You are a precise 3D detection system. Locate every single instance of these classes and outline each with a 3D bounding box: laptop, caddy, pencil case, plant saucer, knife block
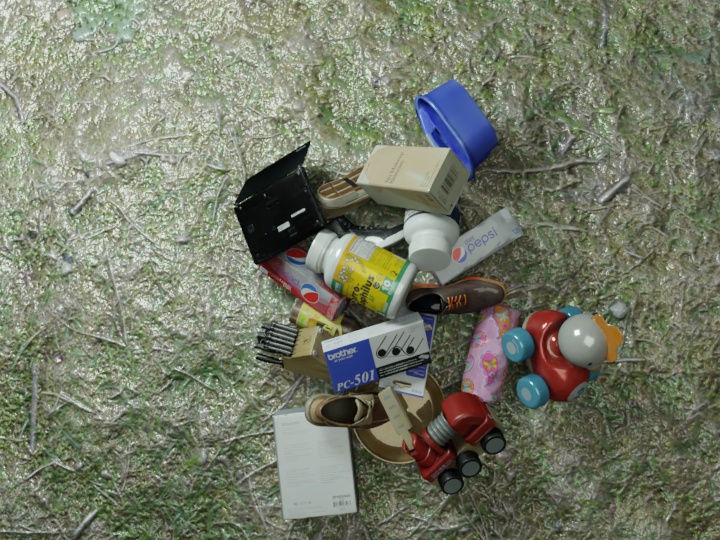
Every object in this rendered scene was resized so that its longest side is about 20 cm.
[{"bbox_3d":[-0.156,-0.139,1.156,0.175,0.103,0.203,-26,82,21],"label":"laptop"},{"bbox_3d":[0.184,-0.279,1.159,0.104,0.141,0.202,-35,84,-3],"label":"caddy"},{"bbox_3d":[0.262,0.166,1.155,0.086,0.087,0.204,13,87,4],"label":"pencil case"},{"bbox_3d":[0.078,0.288,1.176,0.195,0.035,0.205,0,85,3],"label":"plant saucer"},{"bbox_3d":[-0.120,0.175,1.179,0.199,0.173,0.065,40,52,-34],"label":"knife block"}]

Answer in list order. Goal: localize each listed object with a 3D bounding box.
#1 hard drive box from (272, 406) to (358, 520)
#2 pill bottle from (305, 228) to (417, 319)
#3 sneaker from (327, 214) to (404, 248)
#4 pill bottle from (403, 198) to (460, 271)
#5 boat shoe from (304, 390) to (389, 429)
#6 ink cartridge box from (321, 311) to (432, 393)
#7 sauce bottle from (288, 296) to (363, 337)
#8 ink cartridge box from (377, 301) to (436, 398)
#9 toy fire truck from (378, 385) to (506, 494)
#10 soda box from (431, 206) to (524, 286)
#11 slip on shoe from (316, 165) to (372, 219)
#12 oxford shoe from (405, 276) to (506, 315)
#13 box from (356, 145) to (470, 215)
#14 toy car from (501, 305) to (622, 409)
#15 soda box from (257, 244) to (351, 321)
[{"bbox_3d":[-0.088,0.381,1.157,0.152,0.077,0.205,-6,86,2],"label":"hard drive box"},{"bbox_3d":[0.000,0.000,1.092,0.197,0.113,0.114,27,88,9],"label":"pill bottle"},{"bbox_3d":[0.002,-0.083,1.187,0.197,0.073,0.114,-25,87,2],"label":"sneaker"},{"bbox_3d":[0.141,-0.107,1.128,0.108,0.112,0.204,5,60,3],"label":"pill bottle"},{"bbox_3d":[-0.007,0.271,1.097,0.196,0.072,0.078,1,81,-27],"label":"boat shoe"},{"bbox_3d":[0.032,0.156,1.094,0.196,0.044,0.096,-16,112,-4],"label":"ink cartridge box"},{"bbox_3d":[-0.050,0.115,1.180,0.197,0.065,0.066,22,87,6],"label":"sauce bottle"},{"bbox_3d":[0.098,0.150,1.160,0.093,0.037,0.204,11,69,4],"label":"ink cartridge box"},{"bbox_3d":[0.142,0.288,1.075,0.199,0.129,0.176,37,105,-24],"label":"toy fire truck"},{"bbox_3d":[0.230,-0.048,1.178,0.198,0.063,0.069,-33,86,0],"label":"soda box"},{"bbox_3d":[-0.004,-0.161,1.181,0.198,0.061,0.076,-29,52,-31],"label":"slip on shoe"},{"bbox_3d":[0.184,0.060,1.112,0.196,0.073,0.073,-8,105,15],"label":"oxford shoe"},{"bbox_3d":[0.095,-0.172,1.071,0.198,0.077,0.096,15,73,48],"label":"box"},{"bbox_3d":[0.402,0.151,1.058,0.181,0.199,0.180,-15,85,-27],"label":"toy car"},{"bbox_3d":[-0.109,0.013,1.167,0.198,0.070,0.064,34,130,12],"label":"soda box"}]
